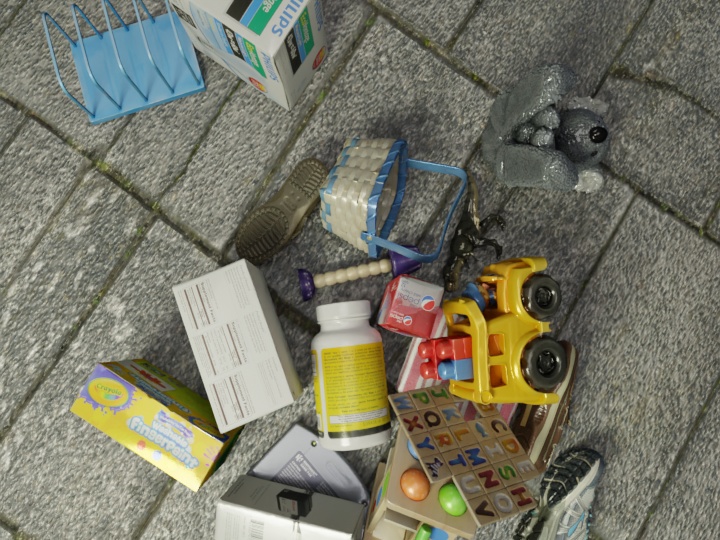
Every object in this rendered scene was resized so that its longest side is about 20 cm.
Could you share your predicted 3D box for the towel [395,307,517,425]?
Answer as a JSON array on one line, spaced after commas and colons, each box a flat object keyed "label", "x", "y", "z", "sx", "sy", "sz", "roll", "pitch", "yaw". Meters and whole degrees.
[{"label": "towel", "x": 0.163, "y": 0.155, "z": 0.873, "sx": 0.195, "sy": 0.030, "sz": 0.150, "roll": 24, "pitch": 85, "yaw": -6}]

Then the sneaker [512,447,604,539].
[{"label": "sneaker", "x": 0.313, "y": 0.367, "z": 0.850, "sx": 0.085, "sy": 0.078, "sz": 0.203, "roll": 34, "pitch": 90, "yaw": -9}]

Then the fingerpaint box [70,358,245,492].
[{"label": "fingerpaint box", "x": -0.276, "y": 0.210, "z": 0.792, "sx": 0.197, "sy": 0.167, "sz": 0.075, "roll": 32, "pitch": 83, "yaw": 1}]

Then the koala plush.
[{"label": "koala plush", "x": 0.312, "y": -0.209, "z": 0.882, "sx": 0.194, "sy": 0.183, "sz": 0.184, "roll": -4, "pitch": 92, "yaw": -23}]

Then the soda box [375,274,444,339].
[{"label": "soda box", "x": 0.065, "y": 0.055, "z": 0.803, "sx": 0.062, "sy": 0.200, "sz": 0.072, "roll": 18, "pitch": 84, "yaw": 0}]

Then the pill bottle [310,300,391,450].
[{"label": "pill bottle", "x": -0.016, "y": 0.152, "z": 0.834, "sx": 0.108, "sy": 0.112, "sz": 0.207, "roll": -5, "pitch": 84, "yaw": -2}]

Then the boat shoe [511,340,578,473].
[{"label": "boat shoe", "x": 0.293, "y": 0.213, "z": 0.868, "sx": 0.074, "sy": 0.074, "sz": 0.206, "roll": 31, "pitch": 82, "yaw": -22}]

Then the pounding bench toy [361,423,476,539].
[{"label": "pounding bench toy", "x": 0.079, "y": 0.335, "z": 0.749, "sx": 0.121, "sy": 0.159, "sz": 0.203, "roll": 19, "pitch": 43, "yaw": 1}]

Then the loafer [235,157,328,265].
[{"label": "loafer", "x": -0.117, "y": -0.087, "z": 0.885, "sx": 0.200, "sy": 0.067, "sz": 0.076, "roll": -44, "pitch": 82, "yaw": 10}]

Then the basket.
[{"label": "basket", "x": 0.049, "y": -0.109, "z": 0.841, "sx": 0.195, "sy": 0.141, "sz": 0.179, "roll": 16, "pitch": 55, "yaw": 19}]

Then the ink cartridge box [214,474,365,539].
[{"label": "ink cartridge box", "x": -0.100, "y": 0.392, "z": 0.782, "sx": 0.193, "sy": 0.084, "sz": 0.150, "roll": 9, "pitch": 99, "yaw": 12}]

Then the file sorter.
[{"label": "file sorter", "x": -0.368, "y": -0.345, "z": 0.875, "sx": 0.194, "sy": 0.123, "sz": 0.143, "roll": -18, "pitch": 84, "yaw": -3}]

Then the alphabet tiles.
[{"label": "alphabet tiles", "x": 0.146, "y": 0.236, "z": 0.754, "sx": 0.163, "sy": 0.008, "sz": 0.202, "roll": -3, "pitch": 43, "yaw": -29}]

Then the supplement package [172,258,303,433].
[{"label": "supplement package", "x": -0.169, "y": 0.106, "z": 0.812, "sx": 0.108, "sy": 0.156, "sz": 0.206, "roll": -20, "pitch": 84, "yaw": -3}]

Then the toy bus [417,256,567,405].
[{"label": "toy bus", "x": 0.171, "y": 0.086, "z": 0.783, "sx": 0.186, "sy": 0.135, "sz": 0.207, "roll": -1, "pitch": 87, "yaw": -15}]

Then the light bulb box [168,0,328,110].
[{"label": "light bulb box", "x": -0.164, "y": -0.379, "z": 0.848, "sx": 0.197, "sy": 0.198, "sz": 0.127, "roll": 33, "pitch": 85, "yaw": 3}]

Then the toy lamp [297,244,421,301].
[{"label": "toy lamp", "x": 0.000, "y": 0.000, "z": 0.881, "sx": 0.193, "sy": 0.058, "sz": 0.060, "roll": -13, "pitch": 84, "yaw": -4}]

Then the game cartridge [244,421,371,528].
[{"label": "game cartridge", "x": -0.065, "y": 0.340, "z": 0.850, "sx": 0.133, "sy": 0.041, "sz": 0.201, "roll": -42, "pitch": 87, "yaw": -2}]

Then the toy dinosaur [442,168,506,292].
[{"label": "toy dinosaur", "x": 0.189, "y": -0.062, "z": 0.901, "sx": 0.085, "sy": 0.048, "sz": 0.206, "roll": 13, "pitch": 80, "yaw": 6}]
